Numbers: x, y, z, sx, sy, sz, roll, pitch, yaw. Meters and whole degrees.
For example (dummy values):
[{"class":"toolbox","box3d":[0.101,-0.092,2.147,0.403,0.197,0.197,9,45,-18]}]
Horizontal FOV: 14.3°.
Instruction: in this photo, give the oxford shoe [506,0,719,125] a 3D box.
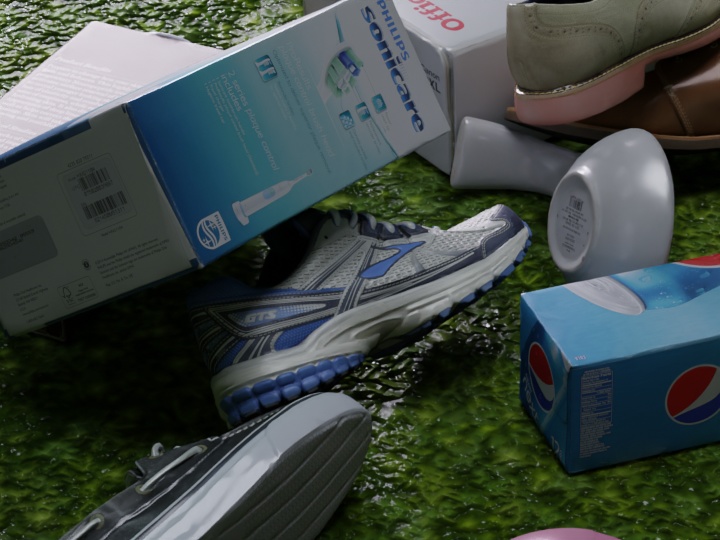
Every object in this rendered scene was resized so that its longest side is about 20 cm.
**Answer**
[{"class":"oxford shoe","box3d":[0.146,-0.148,1.510,0.071,0.074,0.200,2,28,38]}]

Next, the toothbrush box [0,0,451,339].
[{"class":"toothbrush box","box3d":[-0.077,-0.054,1.374,0.146,0.085,0.200,-19,7,43]}]

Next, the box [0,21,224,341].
[{"class":"box","box3d":[-0.148,-0.051,1.503,0.100,0.075,0.200,14,38,24]}]

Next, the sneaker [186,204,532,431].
[{"class":"sneaker","box3d":[0.000,0.000,1.381,0.200,0.077,0.085,-28,85,-36]}]

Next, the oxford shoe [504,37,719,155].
[{"class":"oxford shoe","box3d":[0.177,-0.095,1.542,0.200,0.071,0.071,2,4,-1]}]

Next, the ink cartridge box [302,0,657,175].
[{"class":"ink cartridge box","box3d":[0.085,-0.145,1.628,0.200,0.083,0.145,-22,38,-28]}]

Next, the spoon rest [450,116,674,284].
[{"class":"spoon rest","box3d":[0.113,-0.036,1.464,0.061,0.100,0.200,3,16,-24]}]

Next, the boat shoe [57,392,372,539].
[{"class":"boat shoe","box3d":[-0.077,0.105,1.254,0.071,0.072,0.200,27,44,31]}]

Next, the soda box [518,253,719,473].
[{"class":"soda box","box3d":[0.179,0.034,1.365,0.200,0.064,0.068,-11,34,-15]}]

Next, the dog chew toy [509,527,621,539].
[{"class":"dog chew toy","box3d":[0.129,0.170,1.109,0.200,0.125,0.125,9,33,3]}]
